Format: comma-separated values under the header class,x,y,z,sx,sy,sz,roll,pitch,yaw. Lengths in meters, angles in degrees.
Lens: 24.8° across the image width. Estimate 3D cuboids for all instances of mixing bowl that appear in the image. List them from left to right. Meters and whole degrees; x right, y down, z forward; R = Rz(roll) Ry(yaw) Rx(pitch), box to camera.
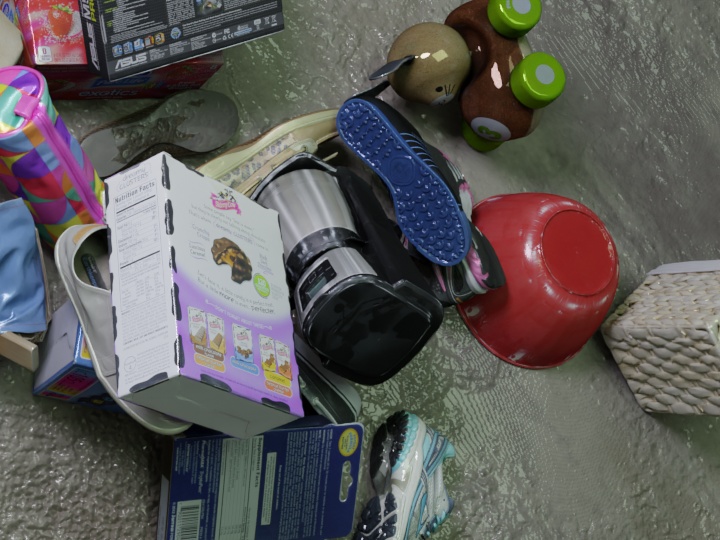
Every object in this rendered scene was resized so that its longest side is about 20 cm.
class,x,y,z,sx,sy,sz,roll,pitch,yaw
mixing bowl,0.204,-0.004,1.771,0.198,0.108,0.202,9,69,-25

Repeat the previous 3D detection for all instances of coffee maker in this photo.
class,x,y,z,sx,sy,sz,roll,pitch,yaw
coffee maker,0.000,0.000,1.594,0.190,0.135,0.201,4,38,-29

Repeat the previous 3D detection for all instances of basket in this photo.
class,x,y,z,sx,sy,sz,roll,pitch,yaw
basket,0.376,0.077,1.778,0.123,0.199,0.136,-38,106,-25

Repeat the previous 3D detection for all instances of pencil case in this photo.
class,x,y,z,sx,sy,sz,roll,pitch,yaw
pencil case,-0.282,-0.095,1.477,0.087,0.200,0.089,-9,56,13

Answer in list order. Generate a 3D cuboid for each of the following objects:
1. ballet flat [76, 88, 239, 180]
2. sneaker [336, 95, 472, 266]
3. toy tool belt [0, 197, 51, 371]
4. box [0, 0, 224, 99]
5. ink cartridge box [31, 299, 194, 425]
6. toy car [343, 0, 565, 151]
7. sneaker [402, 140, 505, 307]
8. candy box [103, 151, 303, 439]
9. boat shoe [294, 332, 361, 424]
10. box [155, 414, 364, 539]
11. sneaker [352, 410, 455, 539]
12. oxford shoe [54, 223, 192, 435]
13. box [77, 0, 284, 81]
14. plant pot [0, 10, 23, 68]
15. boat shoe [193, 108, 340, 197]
class,x,y,z,sx,sy,sz,roll,pitch,yaw
ballet flat,-0.207,-0.132,1.628,0.199,0.046,0.068,-25,99,-36
sneaker,0.055,-0.097,1.682,0.201,0.070,0.078,56,23,4
toy tool belt,-0.326,-0.016,1.435,0.124,0.122,0.202,-20,110,-34
box,-0.245,-0.230,1.604,0.198,0.095,0.101,-4,76,-30
ink cartridge box,-0.185,0.086,1.506,0.198,0.136,0.077,13,69,-24
toy car,0.087,-0.203,1.749,0.198,0.164,0.159,-13,80,-24
sneaker,0.074,-0.050,1.734,0.080,0.086,0.201,32,33,-50
candy box,-0.133,0.024,1.393,0.167,0.071,0.202,27,49,-51
boat shoe,-0.087,0.103,1.593,0.199,0.073,0.068,44,43,-20
box,-0.094,0.202,1.547,0.198,0.032,0.122,-1,106,-28
sneaker,0.052,0.243,1.621,0.086,0.077,0.202,25,63,-23
oxford shoe,-0.198,0.048,1.398,0.075,0.058,0.201,-26,87,-34
box,-0.170,-0.281,1.532,0.199,0.044,0.162,-22,119,-30
plant pot,-0.410,-0.218,1.468,0.183,0.200,0.201,42,58,-23
boat shoe,-0.094,-0.104,1.665,0.199,0.073,0.063,-29,90,-23
